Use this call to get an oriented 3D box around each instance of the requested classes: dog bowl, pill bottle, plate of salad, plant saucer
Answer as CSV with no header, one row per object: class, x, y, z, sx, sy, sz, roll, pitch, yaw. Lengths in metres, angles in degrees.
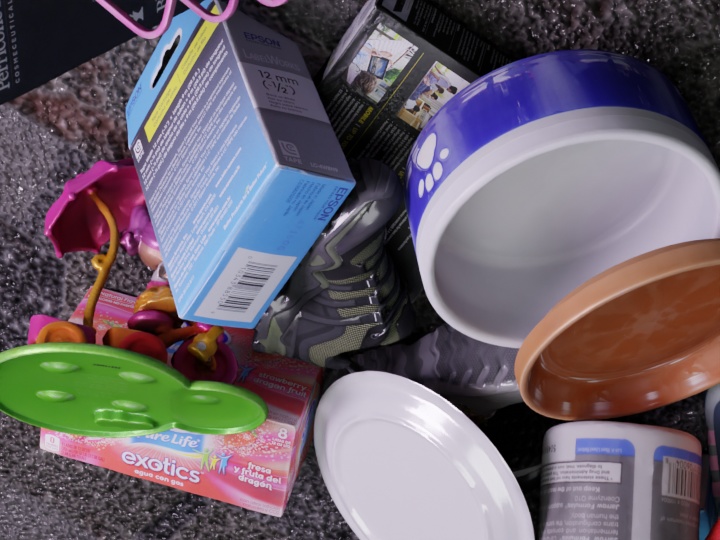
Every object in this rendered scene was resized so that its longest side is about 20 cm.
dog bowl,0.130,-0.043,1.043,0.198,0.079,0.201,-8,140,-7
pill bottle,0.176,0.213,1.124,0.113,0.202,0.114,5,166,1
plate of salad,0.048,0.155,1.176,0.199,0.048,0.201,25,133,31
plant saucer,0.195,0.037,1.063,0.199,0.032,0.201,-13,150,-8

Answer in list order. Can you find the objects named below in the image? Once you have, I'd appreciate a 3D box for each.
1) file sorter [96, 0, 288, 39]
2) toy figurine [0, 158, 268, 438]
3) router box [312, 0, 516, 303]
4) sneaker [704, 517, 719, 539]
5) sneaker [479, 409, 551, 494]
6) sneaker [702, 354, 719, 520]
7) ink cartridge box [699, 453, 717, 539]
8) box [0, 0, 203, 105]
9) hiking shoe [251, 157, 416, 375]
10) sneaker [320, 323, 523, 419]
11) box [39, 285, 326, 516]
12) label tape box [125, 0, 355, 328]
file sorter,-0.066,-0.225,0.892,0.125,0.199,0.140,40,134,24
toy figurine,-0.156,0.009,1.149,0.198,0.185,0.150,8,152,-9
router box,0.023,-0.080,1.111,0.149,0.051,0.200,33,126,-10
sneaker,0.282,0.121,1.110,0.085,0.077,0.201,40,116,29
sneaker,0.083,0.172,1.262,0.199,0.070,0.090,-18,123,30
sneaker,0.286,0.144,1.172,0.070,0.082,0.201,-6,121,19
ink cartridge box,0.224,0.241,1.265,0.115,0.067,0.201,-3,122,17
box,-0.199,-0.230,0.963,0.117,0.200,0.198,24,131,30
hiking shoe,0.000,0.000,1.105,0.100,0.076,0.200,21,141,-12
sneaker,0.072,0.087,1.212,0.199,0.075,0.082,-13,133,30
box,-0.135,0.098,1.247,0.199,0.103,0.095,15,126,6
label tape box,-0.088,-0.084,1.084,0.066,0.201,0.144,10,132,-32
